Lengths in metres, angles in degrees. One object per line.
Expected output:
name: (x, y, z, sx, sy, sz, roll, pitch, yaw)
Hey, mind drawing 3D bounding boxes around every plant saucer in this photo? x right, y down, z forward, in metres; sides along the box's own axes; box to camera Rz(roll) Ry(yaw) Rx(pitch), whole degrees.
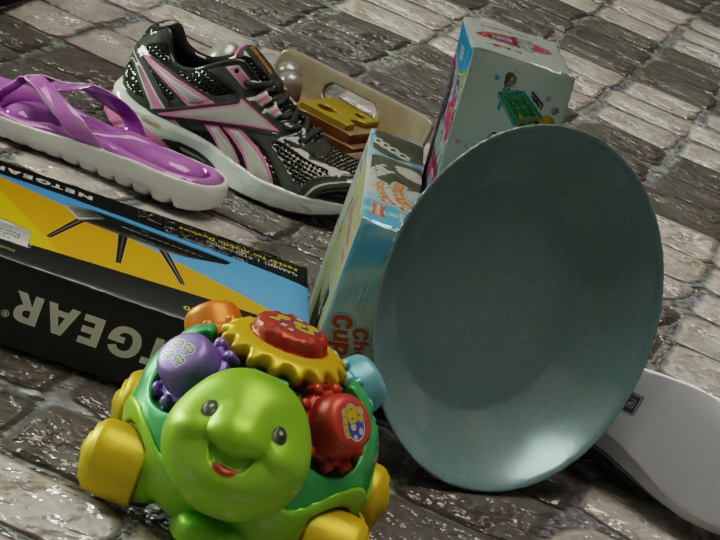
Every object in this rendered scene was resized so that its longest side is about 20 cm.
plant saucer: (0.077, 0.017, 1.500, 0.200, 0.202, 0.039, 8, 9, -38)

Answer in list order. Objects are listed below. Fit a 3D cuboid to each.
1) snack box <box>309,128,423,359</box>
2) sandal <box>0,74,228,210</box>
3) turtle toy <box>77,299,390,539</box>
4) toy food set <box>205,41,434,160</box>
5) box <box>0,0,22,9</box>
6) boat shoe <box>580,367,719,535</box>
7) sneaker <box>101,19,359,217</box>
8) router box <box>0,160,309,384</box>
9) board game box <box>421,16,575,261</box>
snack box: (0.000, 0.000, 1.589, 0.037, 0.117, 0.200, 19, 17, -4)
sandal: (-0.173, -0.098, 1.802, 0.202, 0.050, 0.082, 23, 16, 6)
turtle toy: (-0.051, 0.076, 1.307, 0.145, 0.102, 0.200, 22, 16, 1)
toy food set: (-0.047, -0.125, 2.028, 0.143, 0.061, 0.200, 28, 18, 22)
box: (-0.330, -0.287, 2.089, 0.196, 0.125, 0.200, 21, 16, 7)
boat shoe: (0.161, 0.093, 1.594, 0.200, 0.069, 0.057, 34, -19, 22)
sneaker: (-0.075, -0.104, 1.881, 0.199, 0.087, 0.080, 24, 18, 6)
router box: (-0.127, 0.011, 1.507, 0.199, 0.051, 0.149, 19, 18, -9)
board game box: (0.063, -0.033, 1.598, 0.064, 0.201, 0.148, 16, 11, -3)
